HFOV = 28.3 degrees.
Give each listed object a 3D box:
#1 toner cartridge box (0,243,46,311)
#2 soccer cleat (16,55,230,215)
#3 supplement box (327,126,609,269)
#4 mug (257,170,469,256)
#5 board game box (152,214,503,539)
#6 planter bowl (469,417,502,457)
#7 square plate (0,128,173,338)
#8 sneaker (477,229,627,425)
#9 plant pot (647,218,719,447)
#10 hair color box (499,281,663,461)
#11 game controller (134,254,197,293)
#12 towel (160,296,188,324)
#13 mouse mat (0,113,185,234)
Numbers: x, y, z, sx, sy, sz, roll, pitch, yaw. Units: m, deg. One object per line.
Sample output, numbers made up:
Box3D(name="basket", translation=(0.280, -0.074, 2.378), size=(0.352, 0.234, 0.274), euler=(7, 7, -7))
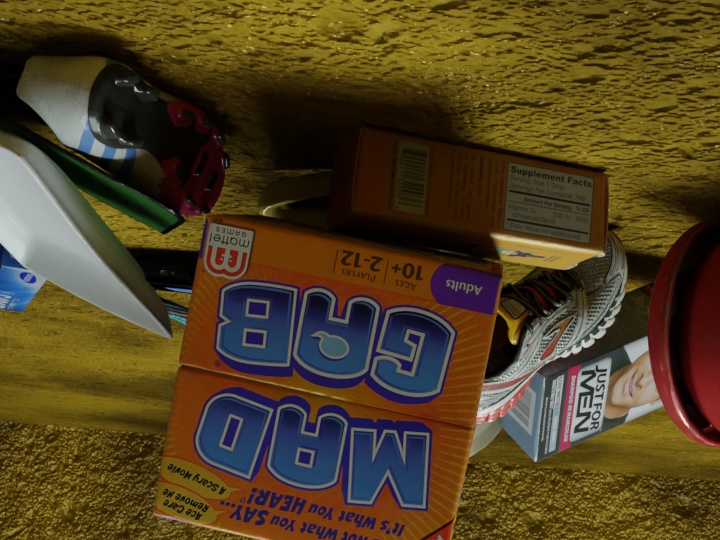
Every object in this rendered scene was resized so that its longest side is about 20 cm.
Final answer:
Box3D(name="toner cartridge box", translation=(-0.295, -0.028, 1.238), size=(0.043, 0.096, 0.200), euler=(9, 167, -18))
Box3D(name="soccer cleat", translation=(-0.157, -0.097, 0.970), size=(0.085, 0.071, 0.200), euler=(16, 169, 23))
Box3D(name="supplement box", translation=(0.080, -0.050, 1.043), size=(0.197, 0.070, 0.066), euler=(11, 167, -17))
Box3D(name="mug", translation=(0.003, 0.009, 1.175), size=(0.151, 0.152, 0.186), euler=(-9, 169, 23))
Box3D(name="board game box", translation=(-0.013, 0.077, 1.011), size=(0.197, 0.203, 0.200), euler=(11, -177, 6))
Box3D(name="planter bowl", translation=(0.057, 0.099, 1.317), size=(0.198, 0.136, 0.201), euler=(-23, -161, 8))
Box3D(name="square plate", translation=(-0.234, -0.045, 1.008), size=(0.197, 0.029, 0.201), euler=(22, 155, 42))
Box3D(name="sneaker", translation=(0.144, 0.041, 1.175), size=(0.078, 0.200, 0.082), euler=(40, 171, 30))
Box3D(name="plant pot", translation=(0.329, 0.053, 1.080), size=(0.181, 0.203, 0.199), euler=(-3, 165, 43))
Box3D(name="hair color box", translation=(0.224, 0.085, 1.283), size=(0.198, 0.100, 0.061), euler=(-20, -139, -25))
Box3D(name="game controller", translation=(-0.143, 0.016, 1.470), size=(0.197, 0.043, 0.104), euler=(6, 167, 11))
Box3D(name="towel", translation=(-0.275, 0.018, 1.506), size=(0.146, 0.022, 0.199), euler=(18, 178, 39))
Box3D(name="mouse mat", translation=(-0.215, -0.078, 0.995), size=(0.199, 0.008, 0.161), euler=(30, 171, -11))
